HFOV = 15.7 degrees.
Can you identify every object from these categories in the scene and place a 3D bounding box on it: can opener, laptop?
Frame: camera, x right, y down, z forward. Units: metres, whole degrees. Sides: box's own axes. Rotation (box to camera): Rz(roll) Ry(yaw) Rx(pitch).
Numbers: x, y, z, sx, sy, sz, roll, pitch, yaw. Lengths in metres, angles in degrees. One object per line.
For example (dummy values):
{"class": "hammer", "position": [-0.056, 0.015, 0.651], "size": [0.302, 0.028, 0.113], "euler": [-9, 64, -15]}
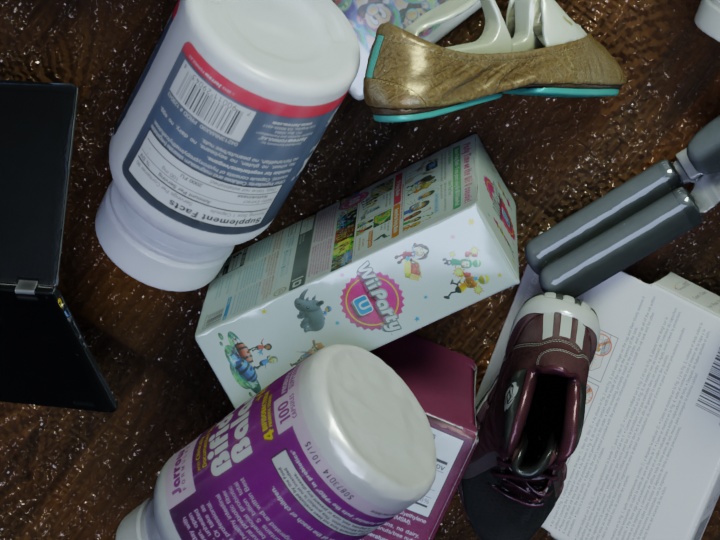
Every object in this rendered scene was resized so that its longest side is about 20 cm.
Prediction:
{"class": "can opener", "position": [0.195, -0.052, 1.699], "size": [0.200, 0.053, 0.066], "euler": [-34, 137, 11]}
{"class": "laptop", "position": [-0.256, -0.017, 1.725], "size": [0.187, 0.116, 0.200], "euler": [5, 142, 22]}

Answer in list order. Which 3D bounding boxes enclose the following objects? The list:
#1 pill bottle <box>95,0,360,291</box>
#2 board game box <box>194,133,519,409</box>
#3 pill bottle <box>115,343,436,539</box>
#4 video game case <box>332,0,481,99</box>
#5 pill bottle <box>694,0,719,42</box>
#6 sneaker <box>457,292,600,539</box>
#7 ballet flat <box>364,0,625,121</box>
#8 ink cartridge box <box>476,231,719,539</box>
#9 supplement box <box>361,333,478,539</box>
{"class": "pill bottle", "position": [-0.092, -0.086, 1.653], "size": [0.119, 0.120, 0.200], "euler": [26, 129, -8]}
{"class": "board game box", "position": [0.000, 0.000, 1.683], "size": [0.200, 0.148, 0.064], "euler": [-26, 107, 12]}
{"class": "pill bottle", "position": [-0.058, 0.139, 1.626], "size": [0.200, 0.112, 0.112], "euler": [-36, 107, 28]}
{"class": "video game case", "position": [0.018, -0.235, 1.649], "size": [0.200, 0.024, 0.182], "euler": [-37, 106, 14]}
{"class": "pill bottle", "position": [0.276, -0.231, 1.608], "size": [0.104, 0.104, 0.200], "euler": [19, 110, -6]}
{"class": "sneaker", "position": [0.103, 0.121, 1.700], "size": [0.075, 0.116, 0.200], "euler": [12, 121, 1]}
{"class": "ballet flat", "position": [0.086, -0.137, 1.625], "size": [0.200, 0.068, 0.073], "euler": [-8, 101, -33]}
{"class": "ink cartridge box", "position": [0.171, 0.093, 1.771], "size": [0.176, 0.045, 0.200], "euler": [27, 112, 18]}
{"class": "supplement box", "position": [-0.004, 0.151, 1.751], "size": [0.103, 0.131, 0.200], "euler": [22, 109, -5]}
